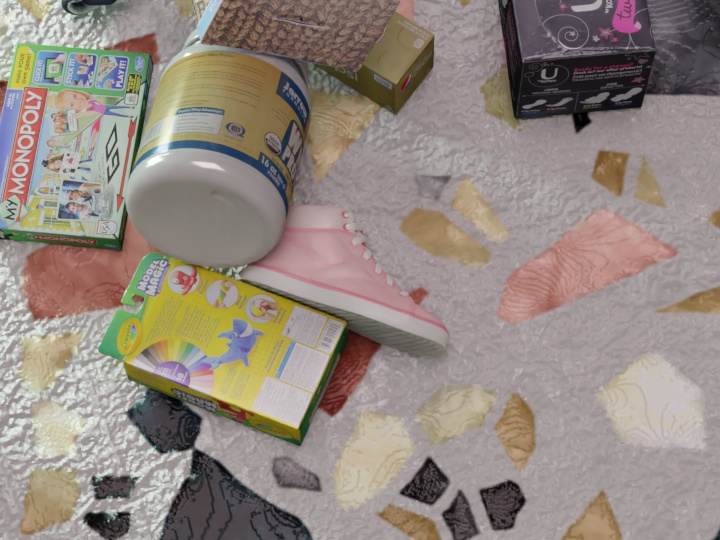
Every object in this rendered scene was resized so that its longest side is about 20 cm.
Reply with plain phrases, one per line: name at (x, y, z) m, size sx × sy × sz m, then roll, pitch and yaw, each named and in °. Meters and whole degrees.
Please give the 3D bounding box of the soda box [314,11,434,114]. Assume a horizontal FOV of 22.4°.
soda box at (-0.028, -0.239, 1.763) m, size 0.200 × 0.064 × 0.068 m, roll 33°, pitch 72°, yaw 14°

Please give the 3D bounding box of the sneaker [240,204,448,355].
sneaker at (0.000, 0.000, 1.653) m, size 0.200 × 0.075 × 0.105 m, roll 21°, pitch 72°, yaw 13°

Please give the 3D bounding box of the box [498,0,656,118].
box at (0.201, -0.263, 1.740) m, size 0.132 × 0.115 × 0.200 m, roll -5°, pitch 67°, yaw -1°

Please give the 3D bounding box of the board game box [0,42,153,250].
board game box at (-0.280, -0.120, 1.737) m, size 0.134 × 0.029 × 0.200 m, roll 5°, pitch 67°, yaw 3°

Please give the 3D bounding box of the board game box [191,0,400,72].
board game box at (-0.071, -0.297, 1.662) m, size 0.159 × 0.097 × 0.200 m, roll 7°, pitch 49°, yaw -26°

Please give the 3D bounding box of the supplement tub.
supplement tub at (-0.124, -0.118, 1.655) m, size 0.144 × 0.145 × 0.200 m, roll 8°, pitch 52°, yaw 5°

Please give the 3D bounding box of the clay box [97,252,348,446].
clay box at (-0.124, 0.068, 1.642) m, size 0.200 × 0.048 × 0.115 m, roll 20°, pitch 67°, yaw 11°

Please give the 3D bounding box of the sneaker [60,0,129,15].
sneaker at (-0.245, -0.329, 1.753) m, size 0.070 × 0.200 × 0.109 m, roll -7°, pitch 66°, yaw -42°
